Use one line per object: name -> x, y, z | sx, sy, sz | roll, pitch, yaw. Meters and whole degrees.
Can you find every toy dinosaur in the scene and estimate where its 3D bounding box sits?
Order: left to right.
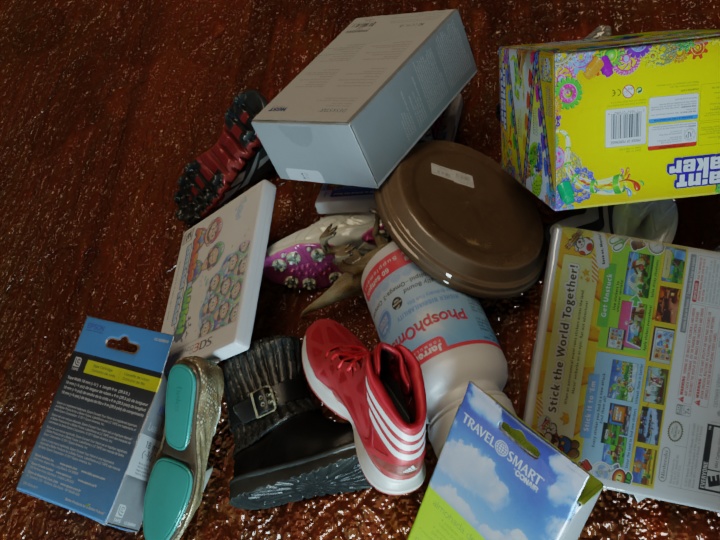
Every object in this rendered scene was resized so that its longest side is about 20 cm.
toy dinosaur -> 0.000, 0.000, 0.805 | 0.197, 0.101, 0.059 | -29, 40, 14

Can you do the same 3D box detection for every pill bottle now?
pill bottle -> 0.076, 0.073, 0.734 | 0.107, 0.109, 0.203 | -26, 55, 7

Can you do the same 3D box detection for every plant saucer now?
plant saucer -> 0.107, -0.061, 0.770 | 0.195, 0.030, 0.204 | 15, 47, -16

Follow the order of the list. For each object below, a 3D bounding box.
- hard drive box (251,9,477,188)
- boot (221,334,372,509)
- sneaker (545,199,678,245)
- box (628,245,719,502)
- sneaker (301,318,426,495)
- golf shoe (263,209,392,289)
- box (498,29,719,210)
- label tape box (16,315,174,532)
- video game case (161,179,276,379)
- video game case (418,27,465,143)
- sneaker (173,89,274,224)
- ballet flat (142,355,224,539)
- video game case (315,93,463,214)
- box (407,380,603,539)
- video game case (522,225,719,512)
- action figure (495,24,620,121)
hard drive box -> 0.005, -0.186, 0.808 | 0.154, 0.078, 0.201 | 12, 52, 44
boot -> -0.051, 0.138, 0.769 | 0.206, 0.080, 0.161 | -16, 57, 15
sneaker -> 0.220, 0.009, 0.738 | 0.077, 0.130, 0.205 | 11, 102, -10
box -> 0.279, 0.081, 0.650 | 0.197, 0.038, 0.139 | -32, 83, 3
sneaker -> 0.009, 0.084, 0.679 | 0.077, 0.118, 0.201 | -13, 43, -28
golf shoe -> -0.020, -0.040, 0.872 | 0.195, 0.076, 0.093 | -14, 46, 7
box -> 0.239, -0.143, 0.676 | 0.194, 0.126, 0.193 | -6, 18, -1
label tape box -> -0.278, 0.167, 0.853 | 0.141, 0.063, 0.205 | 8, 70, 27
video game case -> -0.170, 0.015, 0.879 | 0.180, 0.023, 0.205 | -25, 49, 43
video game case -> 0.028, -0.226, 0.940 | 0.177, 0.036, 0.203 | 1, 47, 25
sneaker -> -0.161, -0.135, 0.982 | 0.201, 0.097, 0.071 | -49, 64, 19
ballet flat -> -0.176, 0.190, 0.795 | 0.069, 0.065, 0.206 | 18, 98, 30
video game case -> 0.038, -0.140, 0.889 | 0.139, 0.018, 0.203 | -2, 43, 20
box -> 0.109, 0.200, 0.614 | 0.121, 0.047, 0.204 | 35, 120, 35
video game case -> 0.232, 0.079, 0.625 | 0.177, 0.023, 0.206 | 10, 88, 7
action figure -> 0.243, -0.186, 0.816 | 0.196, 0.102, 0.121 | 16, 76, 31
